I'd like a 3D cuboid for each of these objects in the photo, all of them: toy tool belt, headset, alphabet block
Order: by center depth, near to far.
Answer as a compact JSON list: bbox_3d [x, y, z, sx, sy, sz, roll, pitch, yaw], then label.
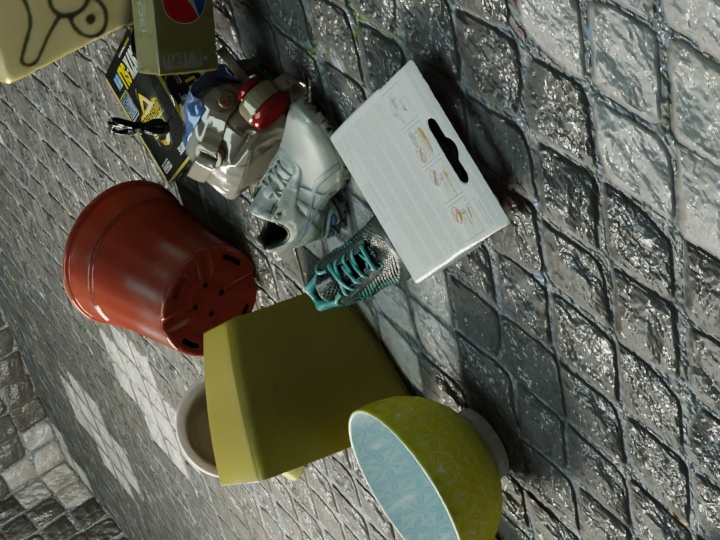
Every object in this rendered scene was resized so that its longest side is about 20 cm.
[{"bbox_3d":[-0.139,-0.165,1.680,0.123,0.125,0.200,46,158,9],"label":"toy tool belt"},{"bbox_3d":[-0.219,-0.242,1.727,0.123,0.093,0.202,-152,62,-75],"label":"headset"},{"bbox_3d":[-0.399,-0.372,1.910,0.196,0.195,0.201,43,154,42],"label":"alphabet block"}]

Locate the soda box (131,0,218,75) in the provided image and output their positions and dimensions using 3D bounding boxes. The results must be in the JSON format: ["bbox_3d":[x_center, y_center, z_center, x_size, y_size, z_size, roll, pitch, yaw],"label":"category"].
[{"bbox_3d":[-0.187,-0.293,1.600,0.068,0.064,0.201,17,113,62],"label":"soda box"}]

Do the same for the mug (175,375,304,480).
[{"bbox_3d":[-0.184,0.240,2.349,0.187,0.149,0.153,64,169,4],"label":"mug"}]

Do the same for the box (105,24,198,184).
[{"bbox_3d":[-0.235,-0.202,1.968,0.160,0.049,0.200,61,161,0],"label":"box"}]

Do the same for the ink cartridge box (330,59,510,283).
[{"bbox_3d":[0.061,-0.090,1.434,0.163,0.050,0.200,59,152,2],"label":"ink cartridge box"}]

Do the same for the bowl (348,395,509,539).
[{"bbox_3d":[0.086,0.202,1.677,0.200,0.107,0.201,48,157,27],"label":"bowl"}]

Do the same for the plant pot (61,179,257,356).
[{"bbox_3d":[-0.246,0.008,2.112,0.195,0.200,0.202,26,143,43],"label":"plant pot"}]

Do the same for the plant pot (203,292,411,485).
[{"bbox_3d":[-0.075,0.124,1.862,0.177,0.199,0.200,71,160,2],"label":"plant pot"}]

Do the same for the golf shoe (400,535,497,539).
[{"bbox_3d":[0.121,0.317,1.842,0.200,0.077,0.089,37,131,42],"label":"golf shoe"}]

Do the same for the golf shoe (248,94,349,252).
[{"bbox_3d":[-0.066,-0.086,1.654,0.078,0.097,0.201,49,156,32],"label":"golf shoe"}]

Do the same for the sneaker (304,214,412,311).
[{"bbox_3d":[0.000,0.000,1.622,0.078,0.091,0.200,56,160,5],"label":"sneaker"}]
